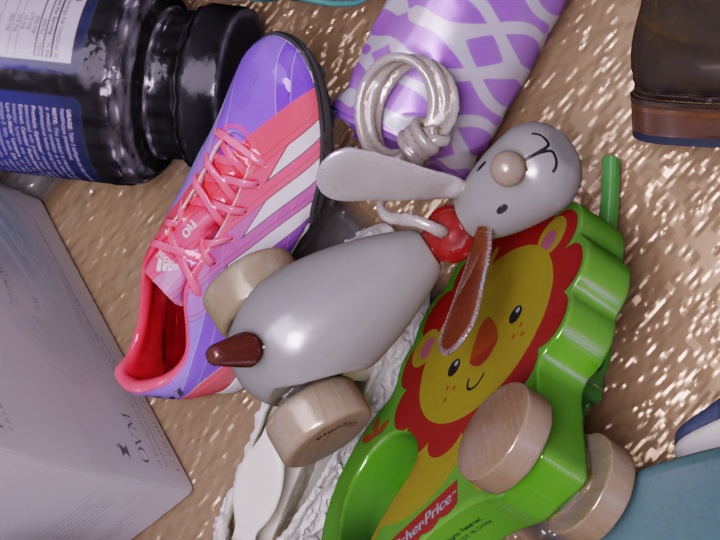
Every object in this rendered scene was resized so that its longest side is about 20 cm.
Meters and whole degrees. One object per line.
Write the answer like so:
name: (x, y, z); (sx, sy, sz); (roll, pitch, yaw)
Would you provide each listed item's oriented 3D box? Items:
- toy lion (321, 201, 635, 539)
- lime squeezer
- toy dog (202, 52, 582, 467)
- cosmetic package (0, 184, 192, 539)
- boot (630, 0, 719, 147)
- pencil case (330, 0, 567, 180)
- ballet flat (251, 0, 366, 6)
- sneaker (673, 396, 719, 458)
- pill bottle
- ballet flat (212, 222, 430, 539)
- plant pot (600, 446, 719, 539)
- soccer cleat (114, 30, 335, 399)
toy lion: (0.050, 0.067, 0.953); (0.200, 0.068, 0.192); (-46, 25, 29)
lime squeezer: (0.092, 0.044, 1.000); (0.201, 0.038, 0.071); (-59, 31, 5)
toy dog: (0.000, 0.000, 0.935); (0.132, 0.096, 0.201); (37, 103, 21)
cosmetic package: (-0.215, 0.052, 1.046); (0.123, 0.200, 0.200); (-37, 67, 14)
boot: (0.212, -0.109, 0.930); (0.198, 0.075, 0.098); (0, 105, 26)
pencil case: (0.059, -0.141, 1.025); (0.083, 0.085, 0.201); (28, 93, -11)
ballet flat: (-0.086, -0.175, 1.031); (0.199, 0.070, 0.068); (25, 57, -6)
sneaker: (0.215, 0.014, 0.922); (0.199, 0.075, 0.085); (-33, 68, 6)
pill bottle: (-0.155, -0.104, 1.090); (0.198, 0.112, 0.113); (7, 83, 15)
ballet flat: (-0.021, 0.070, 1.026); (0.071, 0.072, 0.202); (20, 88, 27)
plant pot: (0.204, 0.138, 0.866); (0.199, 0.141, 0.143); (-2, 79, 35)
soccer cleat: (-0.068, -0.021, 1.020); (0.068, 0.073, 0.201); (40, 125, 35)
